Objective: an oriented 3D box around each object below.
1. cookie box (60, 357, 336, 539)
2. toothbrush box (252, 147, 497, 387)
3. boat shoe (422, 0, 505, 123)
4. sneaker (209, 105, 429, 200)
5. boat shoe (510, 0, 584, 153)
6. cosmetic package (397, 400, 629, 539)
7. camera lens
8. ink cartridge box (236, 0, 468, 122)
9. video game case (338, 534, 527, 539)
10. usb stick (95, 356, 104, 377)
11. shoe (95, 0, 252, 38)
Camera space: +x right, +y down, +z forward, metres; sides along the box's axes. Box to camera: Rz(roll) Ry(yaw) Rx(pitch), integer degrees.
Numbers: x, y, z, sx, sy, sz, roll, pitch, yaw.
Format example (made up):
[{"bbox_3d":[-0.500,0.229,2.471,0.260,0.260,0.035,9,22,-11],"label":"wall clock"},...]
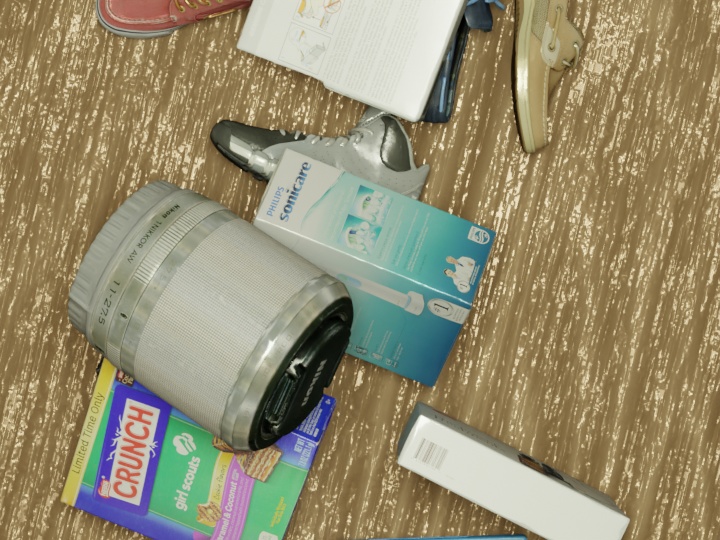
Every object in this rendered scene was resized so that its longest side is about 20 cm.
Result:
[{"bbox_3d":[-0.144,0.158,1.674,0.199,0.075,0.172,22,121,2],"label":"cookie box"},{"bbox_3d":[0.000,0.000,1.661,0.199,0.147,0.086,20,56,1],"label":"toothbrush box"},{"bbox_3d":[0.092,-0.227,1.704,0.068,0.084,0.201,25,105,19],"label":"boat shoe"},{"bbox_3d":[-0.028,-0.114,1.712,0.199,0.075,0.116,28,86,-10],"label":"sneaker"},{"bbox_3d":[0.168,-0.205,1.702,0.064,0.071,0.202,2,89,2],"label":"boat shoe"},{"bbox_3d":[0.129,0.183,1.666,0.199,0.151,0.052,27,89,0],"label":"cosmetic package"},{"bbox_3d":[-0.117,0.038,1.558,0.199,0.160,0.161,32,91,15],"label":"camera lens"},{"bbox_3d":[0.007,-0.252,1.652,0.172,0.044,0.201,22,99,7],"label":"ink cartridge box"},{"bbox_3d":[0.055,0.315,1.733,0.198,0.018,0.144,-2,91,1],"label":"video game case"},{"bbox_3d":[-0.144,0.071,1.690,0.199,0.033,0.056,-20,117,25],"label":"usb stick"},{"bbox_3d":[-0.144,-0.258,1.696,0.198,0.091,0.072,-13,90,1],"label":"shoe"}]
